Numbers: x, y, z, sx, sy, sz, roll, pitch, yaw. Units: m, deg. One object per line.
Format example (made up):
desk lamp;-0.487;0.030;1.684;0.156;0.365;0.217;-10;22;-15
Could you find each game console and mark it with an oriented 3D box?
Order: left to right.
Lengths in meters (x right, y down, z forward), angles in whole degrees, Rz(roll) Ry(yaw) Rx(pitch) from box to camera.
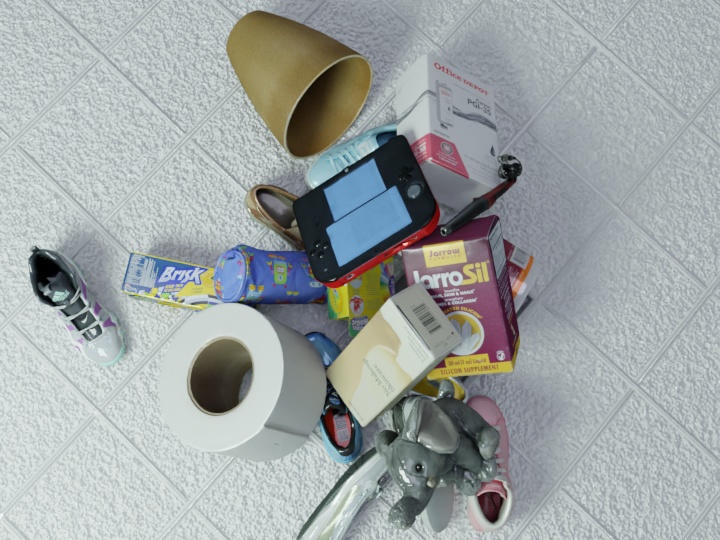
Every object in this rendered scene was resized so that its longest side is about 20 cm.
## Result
game console;0.004;-0.084;1.178;0.198;0.031;0.179;-30;55;11

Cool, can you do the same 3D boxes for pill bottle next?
pill bottle;0.164;-0.015;1.285;0.198;0.114;0.115;32;79;4

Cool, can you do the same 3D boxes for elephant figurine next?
elephant figurine;0.086;0.240;1.126;0.198;0.154;0.144;5;102;-41

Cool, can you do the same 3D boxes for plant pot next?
plant pot;-0.111;-0.311;1.308;0.186;0.187;0.200;-42;70;-9

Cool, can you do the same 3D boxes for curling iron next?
curling iron;0.170;-0.105;1.194;0.200;0.025;0.050;-42;112;-33

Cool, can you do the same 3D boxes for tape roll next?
tape roll;-0.164;0.161;1.187;0.199;0.139;0.206;-7;71;21

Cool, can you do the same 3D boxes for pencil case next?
pencil case;-0.120;0.006;1.231;0.198;0.077;0.089;2;87;-46

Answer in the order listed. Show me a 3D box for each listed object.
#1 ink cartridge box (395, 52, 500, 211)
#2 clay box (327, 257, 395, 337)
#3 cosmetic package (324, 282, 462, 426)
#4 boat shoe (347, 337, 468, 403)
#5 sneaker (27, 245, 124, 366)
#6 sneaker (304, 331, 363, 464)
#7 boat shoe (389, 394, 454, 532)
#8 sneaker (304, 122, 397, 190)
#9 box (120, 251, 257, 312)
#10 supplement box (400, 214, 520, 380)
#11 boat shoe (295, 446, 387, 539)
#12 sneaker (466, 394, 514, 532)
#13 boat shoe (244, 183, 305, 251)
ink cartridge box;0.132;-0.209;1.281;0.145;0.082;0.203;19;57;-30
clay box;0.000;0.000;1.269;0.047;0.114;0.204;-8;81;41
cosmetic package;0.042;0.120;1.170;0.071;0.201;0.106;-25;70;-44
boat shoe;0.073;0.153;1.262;0.200;0.086;0.075;29;79;2
sneaker;-0.427;0.051;1.228;0.077;0.140;0.201;-38;83;-9
sneaker;-0.039;0.185;1.249;0.077;0.090;0.203;-19;80;-6
boat shoe;0.088;0.286;1.251;0.070;0.063;0.204;-8;87;-45
sneaker;0.001;-0.187;1.325;0.198;0.082;0.075;-28;81;-8
box;-0.254;0.027;1.278;0.196;0.070;0.065;13;79;0
supplement box;0.146;0.039;1.191;0.129;0.103;0.203;-8;107;20
boat shoe;-0.012;0.340;1.233;0.065;0.074;0.203;40;84;-1
sneaker;0.189;0.283;1.236;0.074;0.105;0.204;0;78;-1
boat shoe;-0.090;-0.071;1.298;0.198;0.072;0.077;26;79;-7
